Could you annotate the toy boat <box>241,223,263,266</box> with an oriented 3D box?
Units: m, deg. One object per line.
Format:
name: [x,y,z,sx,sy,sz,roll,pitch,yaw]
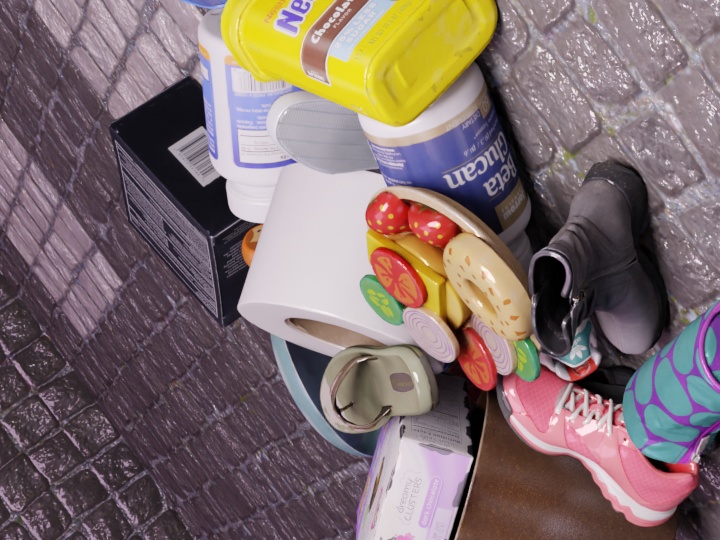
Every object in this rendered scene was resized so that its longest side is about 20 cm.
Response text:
toy boat: [-0.069,-0.047,1.982,0.201,0.130,0.130,60,159,-17]

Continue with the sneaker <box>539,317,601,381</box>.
sneaker: [0.164,0.057,1.659,0.094,0.070,0.200,59,177,7]

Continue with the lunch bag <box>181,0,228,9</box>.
lunch bag: [-0.148,-0.316,1.709,0.200,0.136,0.133,27,147,52]

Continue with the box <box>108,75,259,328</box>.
box: [-0.177,-0.079,2.188,0.200,0.123,0.199,47,158,24]

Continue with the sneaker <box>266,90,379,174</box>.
sneaker: [-0.011,-0.126,1.667,0.071,0.199,0.073,42,115,42]

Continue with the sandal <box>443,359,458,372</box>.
sandal: [0.052,0.098,2.019,0.080,0.087,0.200,49,162,5]

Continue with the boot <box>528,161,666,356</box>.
boot: [0.180,0.024,1.516,0.069,0.132,0.201,12,140,33]

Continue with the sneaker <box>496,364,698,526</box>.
sneaker: [0.211,0.134,1.646,0.200,0.074,0.087,37,140,-5]

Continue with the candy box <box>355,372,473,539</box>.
candy box: [0.049,0.204,1.795,0.071,0.169,0.200,15,-163,-4]

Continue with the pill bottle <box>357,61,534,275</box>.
pill bottle: [0.082,-0.074,1.628,0.111,0.111,0.201,26,147,53]

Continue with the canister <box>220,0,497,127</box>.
canister: [-0.001,-0.203,1.552,0.200,0.149,0.087,27,158,47]

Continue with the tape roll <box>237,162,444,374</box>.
tape roll: [0.000,0.000,1.767,0.201,0.140,0.203,16,168,3]

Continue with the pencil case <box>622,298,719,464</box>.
pencil case: [0.274,0.090,1.501,0.200,0.085,0.093,115,133,-68]

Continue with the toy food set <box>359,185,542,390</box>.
toy food set: [0.074,0.016,1.576,0.200,0.049,0.198,35,153,26]

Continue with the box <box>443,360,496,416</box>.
box: [0.150,0.188,1.928,0.200,0.094,0.103,47,160,19]

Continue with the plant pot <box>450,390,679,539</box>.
plant pot: [0.187,0.225,1.766,0.199,0.188,0.187,15,157,-2]

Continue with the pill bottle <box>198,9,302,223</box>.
pill bottle: [-0.094,-0.152,1.836,0.112,0.112,0.201,35,139,42]

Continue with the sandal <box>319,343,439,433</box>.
sandal: [0.004,0.107,1.702,0.080,0.057,0.201,64,155,0]

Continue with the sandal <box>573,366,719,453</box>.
sandal: [0.244,0.120,1.691,0.200,0.048,0.076,9,136,45]

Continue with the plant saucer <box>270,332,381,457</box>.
plant saucer: [-0.035,0.101,1.923,0.200,0.027,0.201,50,-157,-30]
